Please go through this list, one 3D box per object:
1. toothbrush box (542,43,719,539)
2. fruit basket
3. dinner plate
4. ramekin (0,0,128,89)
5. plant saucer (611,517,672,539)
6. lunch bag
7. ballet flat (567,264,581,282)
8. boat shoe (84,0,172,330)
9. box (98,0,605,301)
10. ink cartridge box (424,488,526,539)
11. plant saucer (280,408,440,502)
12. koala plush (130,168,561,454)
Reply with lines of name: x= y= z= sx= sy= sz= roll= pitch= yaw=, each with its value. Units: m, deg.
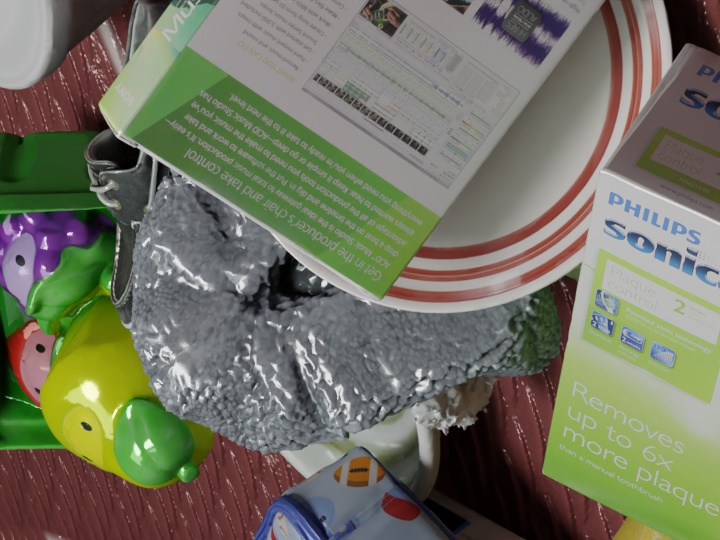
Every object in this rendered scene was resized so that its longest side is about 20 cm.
toothbrush box: x=0.164 y=0.028 z=1.101 sx=0.145 sy=0.086 sz=0.201 roll=26 pitch=142 yaw=15
fruit basket: x=-0.158 y=0.045 z=1.562 sx=0.216 sy=0.154 sz=0.218 roll=-1 pitch=-90 yaw=-89
dinner plate: x=0.035 y=-0.083 z=1.151 sx=0.200 sy=0.200 sz=0.024 roll=50 pitch=-168 yaw=12
ramekin: x=-0.190 y=-0.206 z=1.444 sx=0.202 sy=0.094 sz=0.203 roll=39 pitch=148 yaw=30
plant saucer: x=0.180 y=0.211 z=1.344 sx=0.200 sy=0.048 sz=0.200 roll=48 pitch=150 yaw=16
lunch bag: x=0.025 y=0.197 z=1.439 sx=0.200 sy=0.075 sz=0.160 roll=52 pitch=159 yaw=9
ballet flat: x=0.092 y=-0.041 z=1.201 sx=0.201 sy=0.071 sz=0.071 roll=59 pitch=152 yaw=-5
boat shoe: x=-0.112 y=-0.059 z=1.430 sx=0.072 sy=0.070 sz=0.201 roll=-127 pitch=45 yaw=-57
box: x=0.010 y=-0.104 z=1.082 sx=0.144 sy=0.201 sz=0.036 roll=33 pitch=-172 yaw=-31
ink cartridge box: x=0.082 y=0.220 z=1.498 sx=0.099 sy=0.039 sz=0.201 roll=23 pitch=142 yaw=52
plant saucer: x=-0.015 y=0.036 z=1.468 sx=0.200 sy=0.050 sz=0.201 roll=38 pitch=146 yaw=31
koala plush: x=0.000 y=0.000 z=1.280 sx=0.178 sy=0.183 sz=0.200 roll=60 pitch=-164 yaw=8
